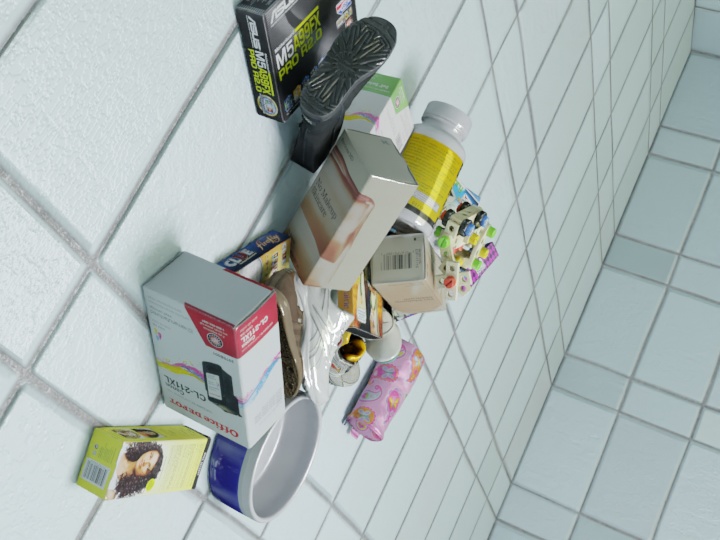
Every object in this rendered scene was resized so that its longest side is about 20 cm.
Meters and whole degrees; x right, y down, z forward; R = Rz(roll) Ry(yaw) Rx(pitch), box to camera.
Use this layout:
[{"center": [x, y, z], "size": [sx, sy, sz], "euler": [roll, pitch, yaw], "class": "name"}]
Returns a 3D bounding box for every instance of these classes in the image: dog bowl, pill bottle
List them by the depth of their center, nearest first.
[{"center": [-0.141, 0.270, 1.489], "size": [0.200, 0.078, 0.203], "euler": [-48, 147, -44], "class": "dog bowl"}, {"center": [0.102, -0.163, 1.580], "size": [0.203, 0.110, 0.111], "euler": [-64, 156, -9], "class": "pill bottle"}]

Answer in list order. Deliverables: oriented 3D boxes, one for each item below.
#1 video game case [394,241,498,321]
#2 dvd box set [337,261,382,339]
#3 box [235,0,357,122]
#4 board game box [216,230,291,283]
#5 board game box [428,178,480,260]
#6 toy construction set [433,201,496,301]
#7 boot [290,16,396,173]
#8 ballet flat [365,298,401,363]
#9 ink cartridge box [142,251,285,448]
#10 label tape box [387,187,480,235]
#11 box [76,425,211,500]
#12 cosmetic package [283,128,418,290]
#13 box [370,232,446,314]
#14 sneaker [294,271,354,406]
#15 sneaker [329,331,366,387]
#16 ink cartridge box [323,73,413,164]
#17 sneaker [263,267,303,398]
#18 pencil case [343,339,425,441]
[{"center": [0.146, 0.023, 1.821], "size": [0.036, 0.179, 0.200], "euler": [61, 33, -8], "class": "video game case"}, {"center": [0.000, 0.000, 1.565], "size": [0.146, 0.029, 0.205], "euler": [31, 56, -68], "class": "dvd box set"}, {"center": [-0.073, -0.312, 1.247], "size": [0.201, 0.044, 0.162], "euler": [-54, 153, -34], "class": "box"}, {"center": [-0.151, 0.062, 1.368], "size": [0.135, 0.034, 0.204], "euler": [-36, 139, -53], "class": "board game box"}, {"center": [0.113, -0.125, 1.687], "size": [0.200, 0.034, 0.127], "euler": [44, 72, -34], "class": "board game box"}, {"center": [0.162, -0.037, 1.614], "size": [0.200, 0.091, 0.133], "euler": [-53, 163, -63], "class": "toy construction set"}, {"center": [-0.025, -0.226, 1.294], "size": [0.165, 0.066, 0.200], "euler": [-46, 172, -14], "class": "boot"}, {"center": [0.031, 0.079, 1.682], "size": [0.201, 0.068, 0.071], "euler": [-91, -175, -60], "class": "ballet flat"}, {"center": [-0.174, 0.099, 1.205], "size": [0.083, 0.144, 0.203], "euler": [-45, 145, -42], "class": "ink cartridge box"}, {"center": [0.108, -0.109, 1.748], "size": [0.198, 0.063, 0.147], "euler": [30, 79, -36], "class": "label tape box"}, {"center": [-0.264, 0.236, 1.230], "size": [0.199, 0.049, 0.077], "euler": [16, 93, -67], "class": "box"}, {"center": [-0.019, -0.080, 1.356], "size": [0.086, 0.104, 0.201], "euler": [7, 129, -36], "class": "cosmetic package"}, {"center": [0.082, 0.009, 1.619], "size": [0.200, 0.093, 0.080], "euler": [46, 41, -68], "class": "box"}, {"center": [-0.053, 0.096, 1.446], "size": [0.078, 0.097, 0.205], "euler": [-154, -123, -77], "class": "sneaker"}, {"center": [-0.030, 0.141, 1.634], "size": [0.079, 0.081, 0.201], "euler": [-60, 155, -22], "class": "sneaker"}, {"center": [0.002, -0.182, 1.482], "size": [0.202, 0.066, 0.118], "euler": [-61, 153, -23], "class": "ink cartridge box"}, {"center": [-0.100, 0.089, 1.370], "size": [0.076, 0.069, 0.203], "euler": [-55, 153, -44], "class": "sneaker"}, {"center": [0.047, 0.228, 1.874], "size": [0.202, 0.086, 0.088], "euler": [-59, 154, -25], "class": "pencil case"}]
